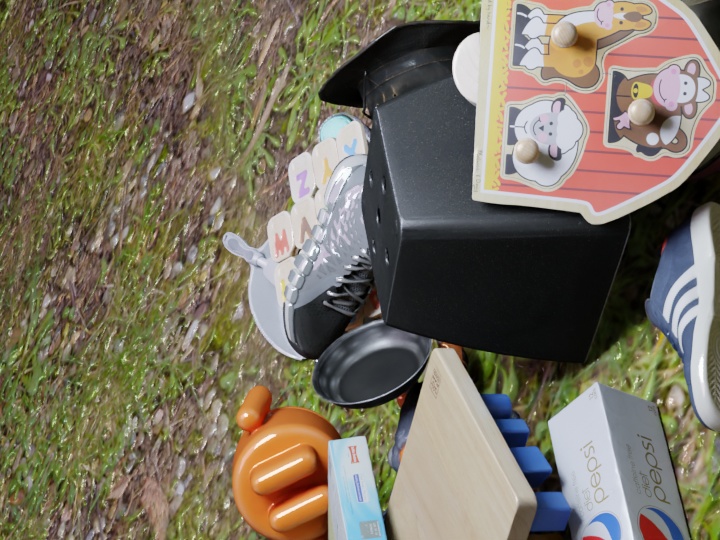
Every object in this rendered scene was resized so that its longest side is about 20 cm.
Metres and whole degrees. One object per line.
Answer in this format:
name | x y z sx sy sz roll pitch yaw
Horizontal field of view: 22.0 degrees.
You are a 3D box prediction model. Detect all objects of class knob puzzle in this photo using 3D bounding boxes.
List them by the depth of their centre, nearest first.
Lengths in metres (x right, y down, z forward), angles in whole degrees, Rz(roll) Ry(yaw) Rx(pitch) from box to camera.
knob puzzle | 0.186 -0.134 1.395 0.030 0.219 0.221 -15 -51 -81

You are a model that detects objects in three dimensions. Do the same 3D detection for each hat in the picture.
hat | 0.059 -0.171 1.798 0.200 0.200 0.081 -32 69 47

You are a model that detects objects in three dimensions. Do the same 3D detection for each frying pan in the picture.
frying pan | 0.020 0.062 1.676 0.114 0.031 0.190 -11 34 22

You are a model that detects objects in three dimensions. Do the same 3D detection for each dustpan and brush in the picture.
dustpan and brush | -0.095 -0.001 2.025 0.200 0.057 0.140 36 104 59

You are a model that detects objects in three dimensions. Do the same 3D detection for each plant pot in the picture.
plant pot | 0.100 -0.052 1.538 0.200 0.176 0.201 100 164 -53

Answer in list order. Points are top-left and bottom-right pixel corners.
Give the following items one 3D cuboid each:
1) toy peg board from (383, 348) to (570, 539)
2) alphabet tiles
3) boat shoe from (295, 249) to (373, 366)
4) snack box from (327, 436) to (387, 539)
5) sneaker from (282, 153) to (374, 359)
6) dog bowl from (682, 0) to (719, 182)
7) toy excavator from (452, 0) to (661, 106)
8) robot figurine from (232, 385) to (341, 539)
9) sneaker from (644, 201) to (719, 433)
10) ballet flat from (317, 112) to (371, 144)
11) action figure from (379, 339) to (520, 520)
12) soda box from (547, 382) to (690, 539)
toy peg board | 0.110 0.199 1.490 0.200 0.097 0.200 -118 36 -52
alphabet tiles | -0.024 -0.037 1.801 0.200 0.015 0.197 -28 65 45
boat shoe | -0.035 0.026 1.880 0.075 0.092 0.201 -11 63 56
snack box | -0.004 0.257 1.644 0.201 0.037 0.117 91 170 -45
sneaker | 0.000 0.000 1.700 0.115 0.075 0.201 26 104 46
dog bowl | 0.264 -0.162 1.529 0.200 0.074 0.201 -36 44 45
toy excavator | 0.182 -0.214 1.449 0.100 0.193 0.201 20 -98 -77
robot figurine | -0.066 0.191 1.775 0.117 0.143 0.200 -64 5 3
sneaker | 0.258 0.047 1.416 0.084 0.075 0.201 -36 34 42
ballet flat | 0.023 -0.068 1.859 0.072 0.072 0.201 -41 68 39
action figure | 0.045 0.148 1.672 0.200 0.104 0.194 -48 26 27
soda box | 0.203 0.189 1.418 0.064 0.068 0.201 -44 39 35
